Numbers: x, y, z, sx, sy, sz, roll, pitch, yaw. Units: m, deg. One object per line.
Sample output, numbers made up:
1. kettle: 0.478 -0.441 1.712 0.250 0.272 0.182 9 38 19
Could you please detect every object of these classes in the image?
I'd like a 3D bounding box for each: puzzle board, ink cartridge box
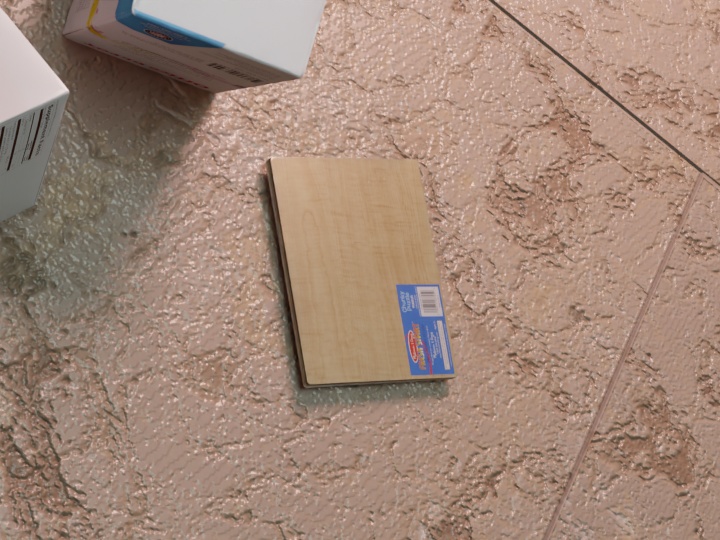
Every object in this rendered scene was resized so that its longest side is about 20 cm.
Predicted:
1. puzzle board: 0.000 0.000 1.644 0.150 0.017 0.201 -1 73 -32
2. ink cartridge box: -0.126 -0.236 1.529 0.146 0.200 0.147 19 84 -23

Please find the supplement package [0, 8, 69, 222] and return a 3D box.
1. supplement package: -0.353 -0.114 1.376 0.200 0.147 0.191 -30 71 -34
